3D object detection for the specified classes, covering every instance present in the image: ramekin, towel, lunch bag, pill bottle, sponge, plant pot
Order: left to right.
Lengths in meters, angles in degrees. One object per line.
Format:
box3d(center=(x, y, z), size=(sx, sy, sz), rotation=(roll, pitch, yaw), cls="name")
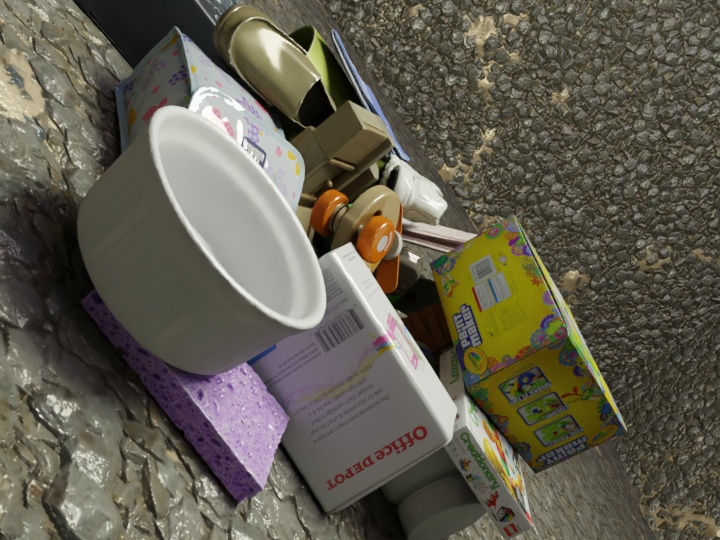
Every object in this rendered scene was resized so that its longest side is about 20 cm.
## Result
box3d(center=(-0.134, 0.079, 0.606), size=(0.201, 0.030, 0.112), rotation=(55, 16, -10), cls="sponge")
box3d(center=(-0.124, -0.017, 0.585), size=(0.201, 0.097, 0.201), rotation=(49, 19, -23), cls="ramekin")
box3d(center=(-0.148, -0.122, 0.763), size=(0.169, 0.126, 0.202), rotation=(37, 25, -43), cls="lunch bag")
box3d(center=(-0.060, -0.189, 1.011), size=(0.199, 0.186, 0.188), rotation=(40, 22, -29), cls="plant pot")
box3d(center=(0.016, -0.224, 1.000), size=(0.147, 0.024, 0.200), rotation=(64, 7, 11), cls="towel")
box3d(center=(0.062, 0.191, 0.839), size=(0.114, 0.113, 0.202), rotation=(36, 27, -53), cls="pill bottle")
box3d(center=(0.102, -0.049, 1.016), size=(0.188, 0.033, 0.200), rotation=(15, 8, 4), cls="towel")

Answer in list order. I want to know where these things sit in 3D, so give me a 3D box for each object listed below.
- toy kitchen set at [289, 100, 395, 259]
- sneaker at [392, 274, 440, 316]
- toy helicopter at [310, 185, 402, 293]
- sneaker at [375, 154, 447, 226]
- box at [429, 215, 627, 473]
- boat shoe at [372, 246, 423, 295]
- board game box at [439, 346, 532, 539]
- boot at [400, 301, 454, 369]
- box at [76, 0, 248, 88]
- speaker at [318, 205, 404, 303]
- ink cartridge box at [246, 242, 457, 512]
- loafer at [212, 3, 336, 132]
box3d(center=(-0.013, -0.055, 0.883), size=(0.162, 0.199, 0.182), rotation=(5, 53, -61), cls="toy kitchen set")
box3d(center=(0.109, 0.042, 1.161), size=(0.198, 0.076, 0.106), rotation=(27, 16, 31), cls="sneaker")
box3d(center=(0.000, 0.000, 0.814), size=(0.078, 0.203, 0.132), rotation=(29, 31, 24), cls="toy helicopter")
box3d(center=(0.059, -0.096, 0.945), size=(0.080, 0.076, 0.200), rotation=(21, 14, -9), cls="sneaker")
box3d(center=(0.192, 0.085, 0.861), size=(0.193, 0.121, 0.202), rotation=(50, 19, -36), cls="box")
box3d(center=(0.016, -0.012, 0.963), size=(0.074, 0.199, 0.074), rotation=(32, 68, -24), cls="boat shoe")
box3d(center=(0.130, 0.175, 0.800), size=(0.127, 0.034, 0.200), rotation=(56, 14, -12), cls="board game box")
box3d(center=(0.052, 0.079, 0.940), size=(0.201, 0.154, 0.077), rotation=(53, 16, -15), cls="boot")
box3d(center=(-0.222, -0.314, 0.929), size=(0.197, 0.116, 0.201), rotation=(50, 19, -27), cls="box")
box3d(center=(-0.009, -0.038, 1.112), size=(0.202, 0.088, 0.088), rotation=(60, 16, 10), cls="speaker")
box3d(center=(-0.019, 0.100, 0.704), size=(0.202, 0.143, 0.085), rotation=(57, 14, 1), cls="ink cartridge box")
box3d(center=(-0.082, -0.216, 0.821), size=(0.067, 0.077, 0.199), rotation=(34, 0, 38), cls="loafer")
